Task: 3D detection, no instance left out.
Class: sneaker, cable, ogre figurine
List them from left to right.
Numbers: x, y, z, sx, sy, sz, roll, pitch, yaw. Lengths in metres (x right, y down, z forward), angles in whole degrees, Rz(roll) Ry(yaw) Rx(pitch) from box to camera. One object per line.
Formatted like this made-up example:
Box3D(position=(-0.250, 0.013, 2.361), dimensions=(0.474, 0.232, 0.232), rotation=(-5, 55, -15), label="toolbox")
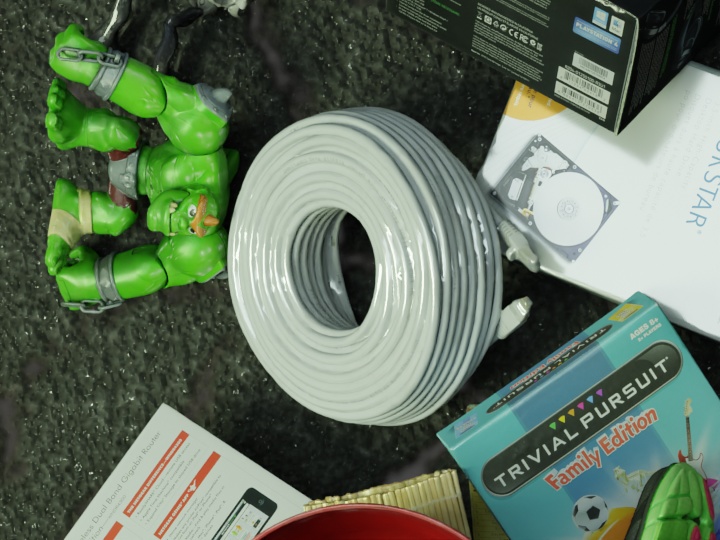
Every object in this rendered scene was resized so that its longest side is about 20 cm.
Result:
Box3D(position=(-0.142, -0.061, 1.520), dimensions=(0.119, 0.098, 0.202), rotation=(4, 104, 2), label="ogre figurine")
Box3D(position=(0.000, 0.000, 1.461), dimensions=(0.200, 0.069, 0.200), rotation=(54, 129, 24), label="cable")
Box3D(position=(0.140, 0.196, 1.341), dimensions=(0.083, 0.077, 0.201), rotation=(15, 71, 42), label="sneaker")

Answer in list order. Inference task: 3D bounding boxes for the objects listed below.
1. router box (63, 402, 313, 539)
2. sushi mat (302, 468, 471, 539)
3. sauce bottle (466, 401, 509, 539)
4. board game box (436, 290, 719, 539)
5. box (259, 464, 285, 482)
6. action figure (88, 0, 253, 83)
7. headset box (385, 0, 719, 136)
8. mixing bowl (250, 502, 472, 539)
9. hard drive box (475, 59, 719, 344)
Box3D(position=(-0.110, 0.207, 1.439), dimensions=(0.179, 0.049, 0.200), rotation=(30, 79, 37), label="router box")
Box3D(position=(0.032, 0.222, 1.372), dimensions=(0.095, 0.012, 0.202), rotation=(-12, 95, 6), label="sushi mat")
Box3D(position=(0.103, 0.181, 1.458), dimensions=(0.064, 0.065, 0.202), rotation=(-5, 90, 14), label="sauce bottle")
Box3D(position=(0.163, 0.139, 1.402), dimensions=(0.151, 0.047, 0.201), rotation=(-35, 102, -2), label="board game box")
Box3D(position=(-0.049, 0.259, 1.500), dimensions=(0.199, 0.050, 0.199), rotation=(34, 92, 16), label="box")
Box3D(position=(-0.108, -0.204, 1.540), dimensions=(0.119, 0.102, 0.201), rotation=(37, 97, 17), label="action figure")
Box3D(position=(0.143, -0.203, 1.424), dimensions=(0.174, 0.093, 0.200), rotation=(31, 50, 22), label="headset box")
Box3D(position=(0.007, 0.218, 1.313), dimensions=(0.198, 0.108, 0.202), rotation=(1, 97, 6), label="mixing bowl")
Box3D(position=(0.182, -0.054, 1.457), dimensions=(0.199, 0.077, 0.157), rotation=(21, 90, 16), label="hard drive box")
